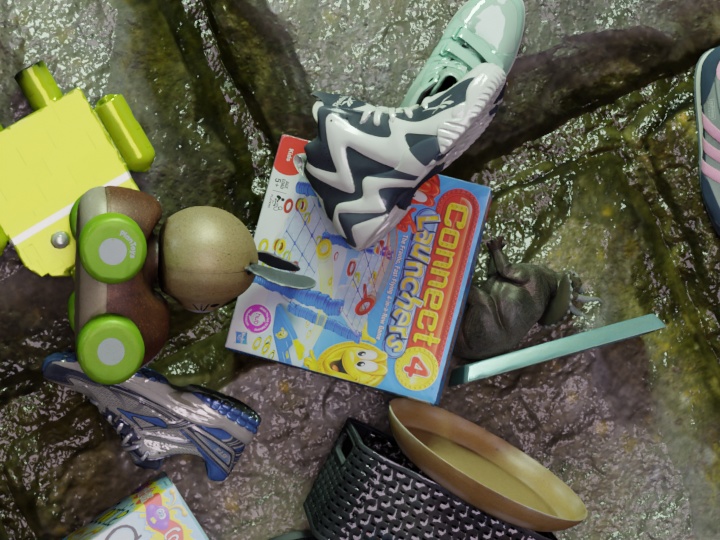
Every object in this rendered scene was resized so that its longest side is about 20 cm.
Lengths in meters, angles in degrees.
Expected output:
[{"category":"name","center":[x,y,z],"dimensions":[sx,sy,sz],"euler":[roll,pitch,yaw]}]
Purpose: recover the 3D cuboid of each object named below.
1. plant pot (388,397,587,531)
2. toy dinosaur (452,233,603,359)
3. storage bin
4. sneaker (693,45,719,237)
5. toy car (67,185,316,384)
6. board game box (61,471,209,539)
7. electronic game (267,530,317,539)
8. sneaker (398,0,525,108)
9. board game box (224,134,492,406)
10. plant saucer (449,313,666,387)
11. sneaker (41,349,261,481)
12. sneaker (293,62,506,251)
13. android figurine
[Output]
[{"category":"plant pot","center":[0.107,0.175,1.525],"dimensions":[0.199,0.200,0.028],"euler":[27,98,-10]},{"category":"toy dinosaur","center":[0.122,0.034,1.589],"dimensions":[0.199,0.077,0.103],"euler":[-31,81,-14]},{"category":"storage bin","center":[0.059,0.223,1.534],"dimensions":[0.199,0.135,0.094],"euler":[26,94,-9]},{"category":"sneaker","center":[0.360,-0.115,1.635],"dimensions":[0.070,0.082,0.202],"euler":[-11,91,-11]},{"category":"toy car","center":[-0.142,0.009,1.458],"dimensions":[0.198,0.164,0.159],"euler":[0,101,-13]},{"category":"board game box","center":[-0.222,0.277,1.501],"dimensions":[0.199,0.103,0.105],"euler":[-34,95,-10]},{"category":"electronic game","center":[-0.035,0.311,1.516],"dimensions":[0.198,0.042,0.201],"euler":[3,45,-3]},{"category":"sneaker","center":[0.099,-0.179,1.567],"dimensions":[0.074,0.118,0.201],"euler":[34,82,-7]},{"category":"board game box","center":[0.000,0.000,1.548],"dimensions":[0.194,0.056,0.202],"euler":[14,86,7]},{"category":"plant saucer","center":[0.180,0.073,1.603],"dimensions":[0.198,0.070,0.019],"euler":[-15,85,-11]},{"category":"sneaker","center":[-0.191,0.131,1.527],"dimensions":[0.199,0.077,0.086],"euler":[22,90,-9]},{"category":"sneaker","center":[0.022,-0.129,1.479],"dimensions":[0.130,0.079,0.199],"euler":[45,114,8]},{"category":"android figurine","center":[-0.269,-0.077,1.532],"dimensions":[0.181,0.041,0.201],"euler":[-29,93,-10]}]
